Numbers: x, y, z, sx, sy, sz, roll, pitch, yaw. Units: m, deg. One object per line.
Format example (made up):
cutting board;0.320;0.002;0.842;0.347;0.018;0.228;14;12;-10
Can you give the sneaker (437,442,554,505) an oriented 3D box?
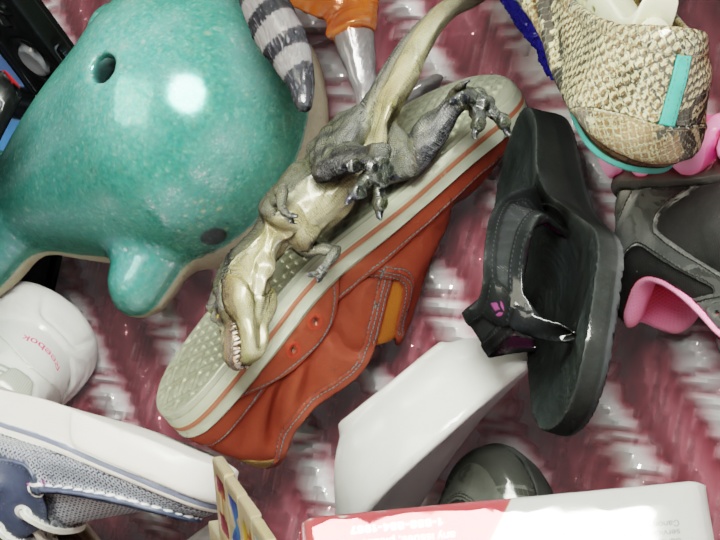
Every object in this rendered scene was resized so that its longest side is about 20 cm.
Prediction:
sneaker;0.024;0.159;1.133;0.066;0.090;0.201;3;78;47

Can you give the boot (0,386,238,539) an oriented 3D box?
boot;-0.142;0.099;1.275;0.199;0.073;0.091;14;85;36

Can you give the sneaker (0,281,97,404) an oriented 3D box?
sneaker;-0.209;0.089;1.394;0.200;0.078;0.099;-46;7;27

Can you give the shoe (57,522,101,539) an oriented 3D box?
shoe;-0.123;0.157;1.307;0.054;0.070;0.200;-62;39;22

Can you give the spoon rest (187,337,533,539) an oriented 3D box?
spoon rest;0.002;0.088;1.199;0.061;0.099;0.200;52;131;1

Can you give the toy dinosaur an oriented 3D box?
toy dinosaur;0.007;-0.049;1.190;0.200;0.047;0.088;-51;22;-17

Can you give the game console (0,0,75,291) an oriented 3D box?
game console;-0.226;-0.076;1.481;0.199;0.176;0.117;11;55;48

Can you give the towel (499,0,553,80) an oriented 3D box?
towel;0.110;-0.190;1.205;0.200;0.049;0.148;-50;44;22

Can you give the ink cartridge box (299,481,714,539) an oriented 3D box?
ink cartridge box;0.059;0.185;1.039;0.146;0.083;0.201;-5;65;1

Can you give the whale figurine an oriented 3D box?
whale figurine;-0.113;-0.056;1.335;0.199;0.104;0.160;-20;60;26

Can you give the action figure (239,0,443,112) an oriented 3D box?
action figure;-0.056;-0.164;1.251;0.105;0.200;0.193;-45;62;-6

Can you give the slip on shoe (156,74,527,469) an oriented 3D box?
slip on shoe;0.000;0.000;1.249;0.200;0.061;0.074;-49;25;4

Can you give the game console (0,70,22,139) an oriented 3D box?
game console;-0.221;0.014;1.314;0.201;0.031;0.177;-65;14;-20

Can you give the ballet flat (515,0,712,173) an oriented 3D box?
ballet flat;0.086;-0.111;1.108;0.200;0.067;0.076;-116;38;-55

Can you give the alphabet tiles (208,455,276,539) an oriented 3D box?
alphabet tiles;-0.036;0.164;1.120;0.200;0.006;0.168;-140;43;-76

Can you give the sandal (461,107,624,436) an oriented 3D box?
sandal;0.060;0.000;1.129;0.201;0.048;0.076;-102;24;-65

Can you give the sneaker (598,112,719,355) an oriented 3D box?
sneaker;0.158;-0.010;1.074;0.200;0.079;0.096;1;82;55
